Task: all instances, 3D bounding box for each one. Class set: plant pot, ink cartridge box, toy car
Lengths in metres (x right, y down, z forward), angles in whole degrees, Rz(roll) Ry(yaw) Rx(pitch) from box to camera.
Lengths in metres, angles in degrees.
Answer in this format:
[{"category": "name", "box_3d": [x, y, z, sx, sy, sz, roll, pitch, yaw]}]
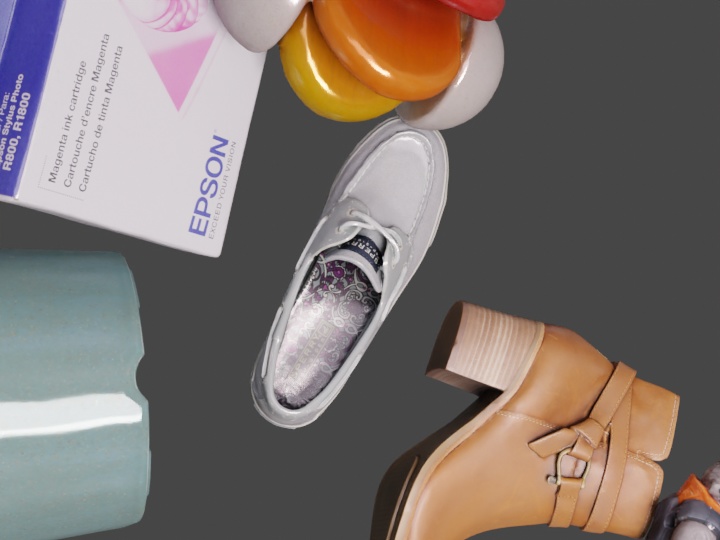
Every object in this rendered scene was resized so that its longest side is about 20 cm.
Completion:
[{"category": "plant pot", "box_3d": [-0.218, 0.070, 0.891, 0.194, 0.200, 0.203, -3, 89, -16]}, {"category": "ink cartridge box", "box_3d": [-0.138, -0.124, 0.920, 0.199, 0.043, 0.199, 16, 86, -45]}, {"category": "toy car", "box_3d": [0.027, -0.183, 0.922, 0.174, 0.150, 0.202, 21, 78, -25]}]

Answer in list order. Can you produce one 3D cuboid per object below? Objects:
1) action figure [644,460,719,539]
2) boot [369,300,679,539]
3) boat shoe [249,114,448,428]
[{"category": "action figure", "box_3d": [0.178, 0.190, 0.937, 0.104, 0.200, 0.195, 30, 86, 7]}, {"category": "boot", "box_3d": [0.096, 0.132, 0.984, 0.153, 0.074, 0.202, 22, 88, -11]}, {"category": "boat shoe", "box_3d": [-0.001, 0.000, 0.971, 0.070, 0.071, 0.202, 27, 83, -5]}]
